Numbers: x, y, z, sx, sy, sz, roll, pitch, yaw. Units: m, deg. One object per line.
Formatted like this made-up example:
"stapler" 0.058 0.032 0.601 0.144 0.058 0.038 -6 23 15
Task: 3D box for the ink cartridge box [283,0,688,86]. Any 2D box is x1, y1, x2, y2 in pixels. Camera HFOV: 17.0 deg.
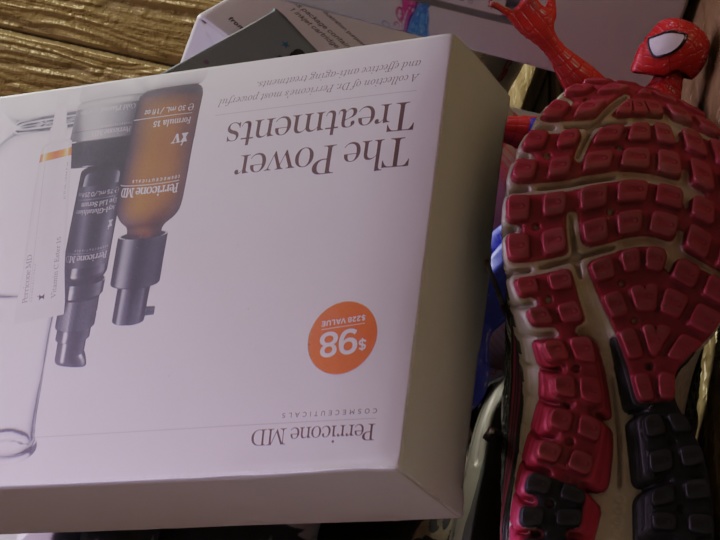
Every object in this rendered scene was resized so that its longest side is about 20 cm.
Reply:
"ink cartridge box" 0.030 -0.159 0.951 0.148 0.198 0.086 -89 14 -57

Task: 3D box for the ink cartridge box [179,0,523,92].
"ink cartridge box" -0.006 -0.086 1.161 0.200 0.084 0.145 -36 -20 -42

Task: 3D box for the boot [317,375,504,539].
"boot" 0.019 0.132 0.908 0.154 0.073 0.205 -1 68 65

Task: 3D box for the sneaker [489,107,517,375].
"sneaker" 0.023 0.014 0.990 0.200 0.105 0.076 -36 15 44

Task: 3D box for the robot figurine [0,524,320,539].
"robot figurine" -0.081 0.103 0.910 0.124 0.150 0.202 3 73 41

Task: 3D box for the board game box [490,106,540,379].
"board game box" 0.039 0.050 1.163 0.200 0.041 0.202 122 158 -68

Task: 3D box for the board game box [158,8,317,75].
"board game box" -0.103 -0.006 1.000 0.200 0.064 0.148 -34 -16 -41

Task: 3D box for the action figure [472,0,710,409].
"action figure" 0.040 -0.026 0.855 0.200 0.099 0.065 -48 12 -3

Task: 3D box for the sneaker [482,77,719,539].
"sneaker" 0.073 0.033 0.774 0.075 0.080 0.202 116 164 -70

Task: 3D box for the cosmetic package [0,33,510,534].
"cosmetic package" -0.055 0.008 0.807 0.052 0.199 0.152 38 -128 -53
